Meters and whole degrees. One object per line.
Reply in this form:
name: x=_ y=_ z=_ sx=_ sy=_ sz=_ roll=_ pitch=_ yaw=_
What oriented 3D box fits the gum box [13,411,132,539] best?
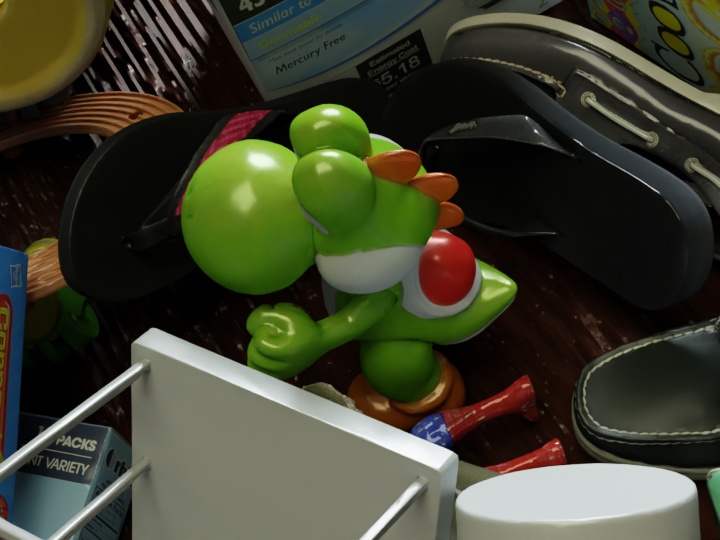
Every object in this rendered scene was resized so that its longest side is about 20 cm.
gum box: x=-0.211 y=0.160 z=0.778 sx=0.168 sy=0.045 sz=0.202 roll=7 pitch=65 yaw=21

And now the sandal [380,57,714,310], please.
sandal: x=0.072 y=-0.044 z=0.757 sx=0.043 sy=0.077 sz=0.199 roll=-19 pitch=31 yaw=-33

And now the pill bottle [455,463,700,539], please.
pill bottle: x=0.084 y=0.176 z=0.591 sx=0.112 sy=0.113 sz=0.203 roll=-4 pitch=95 yaw=15

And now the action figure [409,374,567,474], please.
action figure: x=-0.007 y=0.112 z=0.738 sx=0.198 sy=0.052 sz=0.066 roll=-21 pitch=54 yaw=-2

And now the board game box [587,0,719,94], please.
board game box: x=0.203 y=-0.130 z=0.771 sx=0.103 sy=0.105 sz=0.200 roll=-44 pitch=59 yaw=-8

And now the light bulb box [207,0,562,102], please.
light bulb box: x=0.000 y=-0.199 z=0.813 sx=0.197 sy=0.200 sz=0.125 roll=-30 pitch=58 yaw=0

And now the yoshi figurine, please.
yoshi figurine: x=-0.014 y=-0.004 z=0.714 sx=0.112 sy=0.200 sz=0.112 roll=-41 pitch=60 yaw=-6

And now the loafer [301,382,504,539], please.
loafer: x=0.040 y=0.112 z=0.684 sx=0.200 sy=0.075 sz=0.070 roll=43 pitch=60 yaw=-7

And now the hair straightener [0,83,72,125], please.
hair straightener: x=-0.239 y=-0.101 z=0.916 sx=0.198 sy=0.041 sz=0.077 roll=-15 pitch=41 yaw=7

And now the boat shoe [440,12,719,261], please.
boat shoe: x=0.115 y=-0.060 z=0.780 sx=0.199 sy=0.073 sz=0.063 roll=25 pitch=69 yaw=22

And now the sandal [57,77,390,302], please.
sandal: x=-0.052 y=-0.043 z=0.777 sx=0.199 sy=0.076 sz=0.045 roll=-25 pitch=26 yaw=-33

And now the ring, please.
ring: x=-0.173 y=-0.030 z=0.839 sx=0.198 sy=0.019 sz=0.201 roll=-13 pitch=32 yaw=9

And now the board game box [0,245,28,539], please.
board game box: x=-0.249 y=0.087 z=0.735 sx=0.198 sy=0.056 sz=0.198 roll=0 pitch=82 yaw=18

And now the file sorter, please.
file sorter: x=-0.060 y=0.154 z=0.625 sx=0.138 sy=0.202 sz=0.124 roll=19 pitch=33 yaw=25

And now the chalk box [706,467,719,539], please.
chalk box: x=0.198 y=0.125 z=0.580 sx=0.123 sy=0.200 sz=0.126 roll=-17 pitch=60 yaw=7

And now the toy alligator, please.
toy alligator: x=-0.200 y=0.032 z=0.839 sx=0.198 sy=0.055 sz=0.059 roll=-15 pitch=22 yaw=8

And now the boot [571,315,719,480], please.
boot: x=0.176 y=0.019 z=0.670 sx=0.201 sy=0.154 sz=0.074 roll=-7 pitch=61 yaw=13

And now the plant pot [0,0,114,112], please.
plant pot: x=-0.192 y=-0.189 z=0.848 sx=0.199 sy=0.202 sz=0.190 roll=-17 pitch=48 yaw=7
